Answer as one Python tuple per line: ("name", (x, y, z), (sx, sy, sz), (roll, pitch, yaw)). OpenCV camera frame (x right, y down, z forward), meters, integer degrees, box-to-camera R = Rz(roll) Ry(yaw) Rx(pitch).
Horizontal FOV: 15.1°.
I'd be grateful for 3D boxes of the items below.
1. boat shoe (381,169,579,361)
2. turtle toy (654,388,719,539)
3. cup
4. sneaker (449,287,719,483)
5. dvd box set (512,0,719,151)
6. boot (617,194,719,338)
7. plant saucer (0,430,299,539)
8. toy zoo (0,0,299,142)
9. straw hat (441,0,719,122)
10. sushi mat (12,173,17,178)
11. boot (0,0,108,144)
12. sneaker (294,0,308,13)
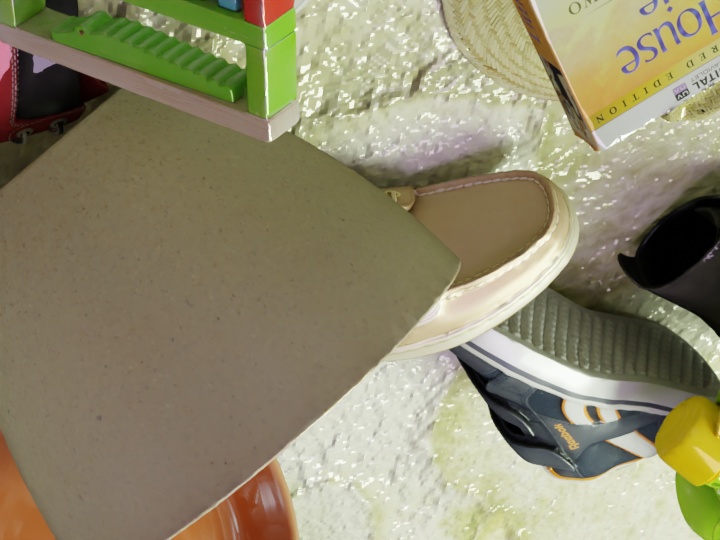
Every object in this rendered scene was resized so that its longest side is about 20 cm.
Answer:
("boat shoe", (0.000, 0.000, 1.222), (0.200, 0.074, 0.069), (-22, 148, 3))
("turtle toy", (0.220, 0.085, 1.310), (0.146, 0.101, 0.200), (38, 135, -9))
("cup", (-0.080, 0.006, 1.098), (0.200, 0.200, 0.143), (-37, 97, 20))
("sneaker", (0.090, 0.056, 1.325), (0.200, 0.078, 0.079), (21, 121, -42))
("dvd box set", (0.109, -0.163, 1.035), (0.146, 0.029, 0.200), (-31, 120, -5))
("boot", (0.237, -0.023, 1.305), (0.138, 0.078, 0.200), (28, 120, -38))
("plant saucer", (-0.112, 0.129, 1.183), (0.200, 0.201, 0.032), (17, 163, -38))
("toy zoo", (-0.081, -0.152, 0.949), (0.020, 0.131, 0.200), (-40, 141, -42))
("straw hat", (0.136, -0.114, 1.137), (0.201, 0.085, 0.201), (-13, 141, -10))
("sushi mat", (-0.170, 0.063, 1.174), (0.096, 0.012, 0.200), (43, 73, -45))
("boot", (-0.179, -0.042, 1.099), (0.144, 0.072, 0.200), (-1, 134, -25))
("sneaker", (-0.048, -0.154, 1.012), (0.076, 0.081, 0.200), (-17, 143, -6))
